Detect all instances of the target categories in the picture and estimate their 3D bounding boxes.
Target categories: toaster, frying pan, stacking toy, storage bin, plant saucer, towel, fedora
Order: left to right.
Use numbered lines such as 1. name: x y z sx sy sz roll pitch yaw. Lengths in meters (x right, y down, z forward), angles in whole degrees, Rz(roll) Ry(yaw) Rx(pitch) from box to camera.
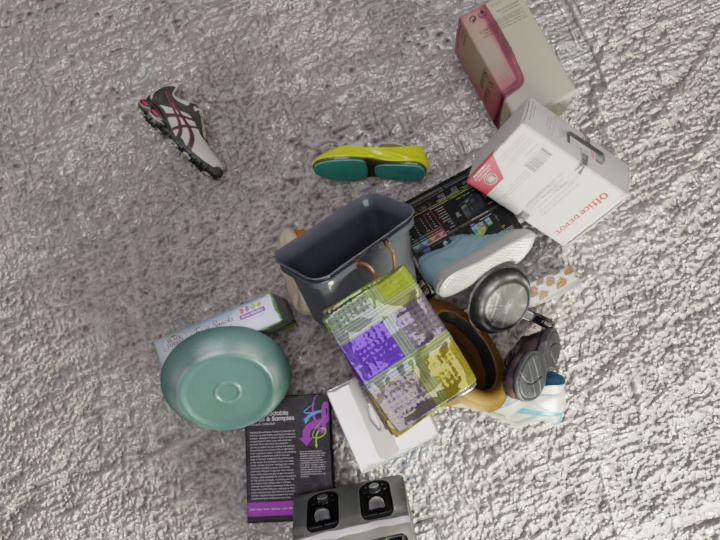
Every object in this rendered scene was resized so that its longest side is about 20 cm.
1. plant saucer: -0.204 0.177 1.041 0.199 0.036 0.201 -5 121 -9
2. stacking toy: -0.027 -0.018 1.123 0.199 0.146 0.147 -14 81 -16
3. toaster: -0.001 0.431 1.027 0.180 0.119 0.201 -11 97 0
4. storage bin: 0.000 0.000 1.009 0.200 0.135 0.145 -37 38 -24
5. towel: 0.053 0.109 0.925 0.143 0.023 0.200 -30 89 5
6. fedora: 0.134 0.138 1.029 0.201 0.200 0.082 49 123 9
7. frying pan: 0.236 0.073 1.061 0.115 0.031 0.190 -42 123 -4

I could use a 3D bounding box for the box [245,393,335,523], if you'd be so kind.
1. box: -0.115 0.304 1.114 0.142 0.036 0.201 -3 83 3

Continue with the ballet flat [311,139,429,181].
1. ballet flat: 0.018 -0.191 1.165 0.199 0.067 0.067 2 61 2

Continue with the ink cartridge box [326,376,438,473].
1. ink cartridge box: 0.037 0.213 1.030 0.125 0.200 0.129 -26 81 1

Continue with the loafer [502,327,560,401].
1. loafer: 0.250 0.144 1.037 0.063 0.200 0.072 -7 103 34

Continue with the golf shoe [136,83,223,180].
1. golf shoe: -0.298 -0.245 1.186 0.088 0.077 0.200 -43 82 -9

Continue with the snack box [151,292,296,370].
1. snack box: -0.212 0.100 1.095 0.199 0.142 0.053 -23 81 1

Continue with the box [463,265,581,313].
1. box: 0.261 0.048 1.118 0.199 0.041 0.039 -23 81 0

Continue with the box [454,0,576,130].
1. box: 0.250 -0.333 1.128 0.109 0.128 0.200 -26 80 1

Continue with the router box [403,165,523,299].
1. router box: 0.149 -0.064 1.107 0.200 0.062 0.150 -29 80 -16

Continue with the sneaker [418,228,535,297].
1. sneaker: 0.176 -0.034 1.035 0.200 0.074 0.082 -21 54 -28

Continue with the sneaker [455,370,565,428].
1. sneaker: 0.223 0.208 1.081 0.199 0.077 0.081 -2 106 14

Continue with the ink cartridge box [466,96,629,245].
1. ink cartridge box: 0.292 -0.149 1.059 0.200 0.146 0.085 33 48 -9
